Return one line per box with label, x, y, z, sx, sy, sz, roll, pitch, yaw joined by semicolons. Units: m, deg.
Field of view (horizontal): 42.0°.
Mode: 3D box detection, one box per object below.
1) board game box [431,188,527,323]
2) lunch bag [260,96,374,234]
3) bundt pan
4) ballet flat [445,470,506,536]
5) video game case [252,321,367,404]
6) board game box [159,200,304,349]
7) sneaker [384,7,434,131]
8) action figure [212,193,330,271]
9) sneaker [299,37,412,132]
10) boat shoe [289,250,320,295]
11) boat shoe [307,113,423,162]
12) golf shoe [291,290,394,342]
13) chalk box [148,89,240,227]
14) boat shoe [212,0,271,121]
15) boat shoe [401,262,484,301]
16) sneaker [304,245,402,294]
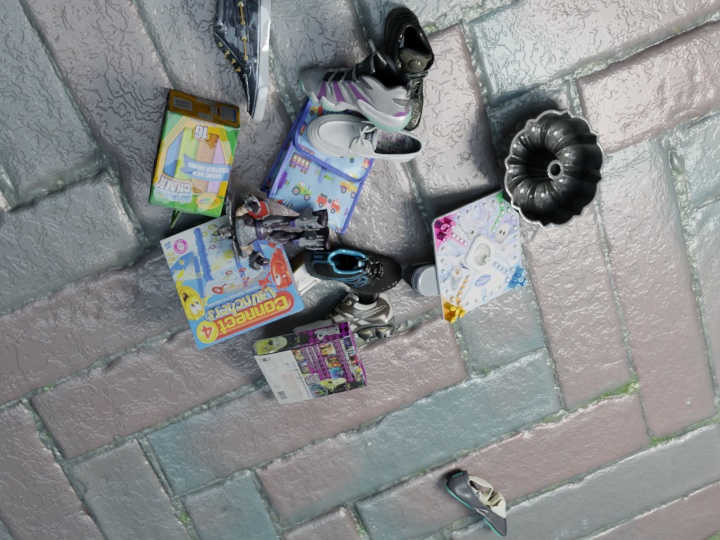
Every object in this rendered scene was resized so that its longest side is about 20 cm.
board game box;0.221;-0.028;1.697;0.197;0.026;0.204;-23;119;-27
lunch bag;-0.059;-0.190;1.596;0.148;0.094;0.203;24;95;-19
bundt pan;0.324;-0.181;1.639;0.197;0.076;0.207;-4;104;-17
ballet flat;0.262;0.486;1.972;0.073;0.073;0.200;-42;113;11
video game case;-0.089;0.173;1.717;0.177;0.036;0.201;-12;146;4
board game box;-0.220;0.008;1.620;0.196;0.056;0.200;-21;90;0
sneaker;0.076;-0.315;1.536;0.074;0.115;0.204;-3;117;-7
action figure;-0.149;-0.067;1.543;0.195;0.070;0.132;-3;125;5
sneaker;-0.005;-0.314;1.490;0.196;0.079;0.141;20;146;9
boat shoe;-0.145;0.054;1.691;0.199;0.071;0.069;-40;114;8
boat shoe;0.011;-0.215;1.547;0.196;0.068;0.074;13;86;-23
golf shoe;-0.035;0.088;1.737;0.195;0.078;0.097;-7;95;-5
chalk box;-0.276;-0.169;1.534;0.121;0.125;0.204;11;114;-14
boat shoe;-0.192;-0.344;1.501;0.089;0.071;0.205;1;108;-9
boat shoe;0.161;0.016;1.731;0.196;0.068;0.075;-4;107;-36
sneaker;0.000;0.000;1.664;0.196;0.081;0.075;7;83;-32
